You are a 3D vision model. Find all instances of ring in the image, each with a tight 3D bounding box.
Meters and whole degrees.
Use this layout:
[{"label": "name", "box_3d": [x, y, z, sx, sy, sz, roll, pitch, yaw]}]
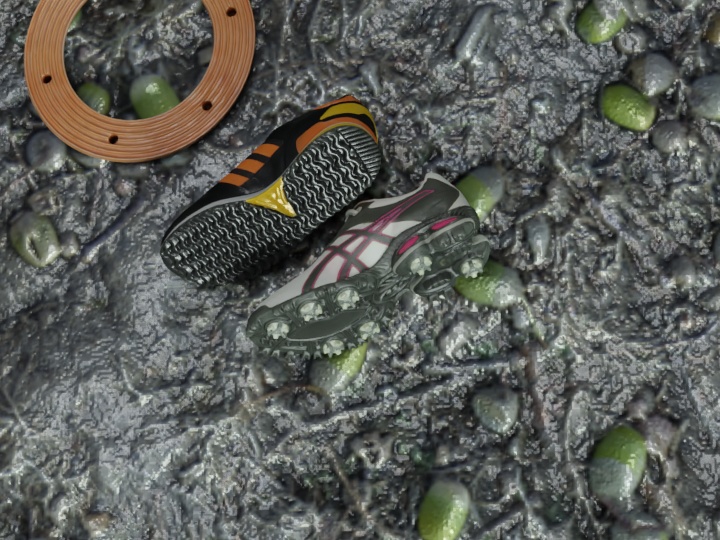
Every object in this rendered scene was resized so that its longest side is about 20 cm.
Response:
[{"label": "ring", "box_3d": [-0.183, -0.184, 1.414, 0.199, 0.019, 0.202, -2, 75, 9]}]

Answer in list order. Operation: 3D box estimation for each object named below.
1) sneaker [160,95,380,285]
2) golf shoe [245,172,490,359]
[{"label": "sneaker", "box_3d": [-0.069, -0.064, 1.335, 0.199, 0.070, 0.090, -33, 27, 19]}, {"label": "golf shoe", "box_3d": [0.000, 0.000, 1.313, 0.199, 0.077, 0.088, -26, 50, 2]}]
